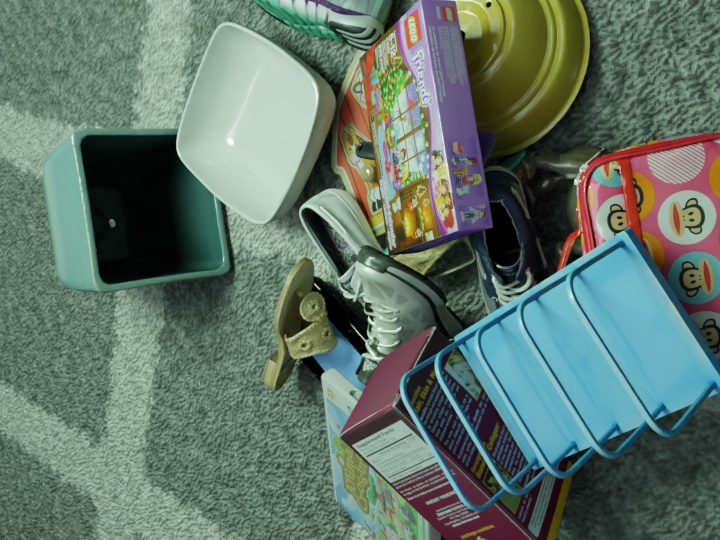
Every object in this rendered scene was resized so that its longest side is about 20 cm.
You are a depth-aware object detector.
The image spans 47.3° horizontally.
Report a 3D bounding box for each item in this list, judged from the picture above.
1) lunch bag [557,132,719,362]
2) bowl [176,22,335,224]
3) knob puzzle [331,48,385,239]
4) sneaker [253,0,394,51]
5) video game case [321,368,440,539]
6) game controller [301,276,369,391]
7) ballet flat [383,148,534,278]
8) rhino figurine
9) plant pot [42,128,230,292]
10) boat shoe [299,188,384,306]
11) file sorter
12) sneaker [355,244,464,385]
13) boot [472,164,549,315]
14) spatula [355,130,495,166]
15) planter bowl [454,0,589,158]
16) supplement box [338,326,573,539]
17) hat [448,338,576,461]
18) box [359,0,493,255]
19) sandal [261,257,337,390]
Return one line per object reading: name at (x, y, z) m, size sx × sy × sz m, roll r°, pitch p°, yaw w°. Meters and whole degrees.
lunch bag at (0.254, -0.009, 0.694) m, size 0.175 × 0.082 × 0.202 m, roll -10°, pitch 94°, yaw 10°
bowl at (-0.119, -0.178, 0.999) m, size 0.200 × 0.074 × 0.201 m, roll 40°, pitch 118°, yaw 28°
knob puzzle at (0.030, -0.158, 0.910) m, size 0.219 × 0.030 × 0.222 m, roll 6°, pitch 99°, yaw 41°
sneaker at (-0.040, -0.317, 0.941) m, size 0.199 × 0.074 × 0.088 m, roll 28°, pitch 89°, yaw 29°
video game case at (0.022, 0.232, 0.908) m, size 0.182 × 0.022 × 0.201 m, roll 33°, pitch 138°, yaw 45°
game controller at (-0.023, 0.100, 0.983) m, size 0.200 × 0.042 × 0.105 m, roll 47°, pitch 120°, yaw 24°
ballet flat at (0.113, -0.046, 0.854) m, size 0.200 × 0.071 × 0.065 m, roll -36°, pitch 99°, yaw 31°
rhino figurine at (0.221, -0.024, 0.763) m, size 0.087 × 0.060 × 0.201 m, roll -20°, pitch 83°, yaw 1°
plant pot at (-0.321, -0.072, 1.102) m, size 0.199 × 0.196 × 0.197 m, roll -8°, pitch 91°, yaw 47°
boat shoe at (0.000, 0.000, 0.923) m, size 0.072 × 0.068 × 0.201 m, roll -29°, pitch 89°, yaw 43°
file sorter at (0.148, 0.087, 0.647) m, size 0.200 × 0.122 × 0.139 m, roll -39°, pitch 79°, yaw 42°
sneaker at (0.032, 0.063, 0.821) m, size 0.075 × 0.201 × 0.116 m, roll 29°, pitch 80°, yaw 36°
boot at (0.141, 0.006, 0.778) m, size 0.072 × 0.090 × 0.201 m, roll -15°, pitch 110°, yaw 16°
spatula at (0.054, -0.119, 0.836) m, size 0.199 × 0.020 × 0.057 m, roll 13°, pitch 76°, yaw 55°
planter bowl at (0.111, -0.215, 0.792) m, size 0.199 × 0.083 × 0.202 m, roll -3°, pitch 84°, yaw 31°
supplement box at (0.092, 0.167, 0.756) m, size 0.200 × 0.111 × 0.086 m, roll 45°, pitch 132°, yaw -9°
hat at (0.128, 0.125, 0.836) m, size 0.199 × 0.081 × 0.202 m, roll 13°, pitch 129°, yaw 17°
box at (0.054, -0.123, 0.750) m, size 0.137 × 0.039 × 0.202 m, roll 160°, pitch 102°, yaw -65°
sandal at (-0.059, 0.076, 0.952) m, size 0.069 × 0.078 × 0.212 m, roll 29°, pitch 135°, yaw 11°
